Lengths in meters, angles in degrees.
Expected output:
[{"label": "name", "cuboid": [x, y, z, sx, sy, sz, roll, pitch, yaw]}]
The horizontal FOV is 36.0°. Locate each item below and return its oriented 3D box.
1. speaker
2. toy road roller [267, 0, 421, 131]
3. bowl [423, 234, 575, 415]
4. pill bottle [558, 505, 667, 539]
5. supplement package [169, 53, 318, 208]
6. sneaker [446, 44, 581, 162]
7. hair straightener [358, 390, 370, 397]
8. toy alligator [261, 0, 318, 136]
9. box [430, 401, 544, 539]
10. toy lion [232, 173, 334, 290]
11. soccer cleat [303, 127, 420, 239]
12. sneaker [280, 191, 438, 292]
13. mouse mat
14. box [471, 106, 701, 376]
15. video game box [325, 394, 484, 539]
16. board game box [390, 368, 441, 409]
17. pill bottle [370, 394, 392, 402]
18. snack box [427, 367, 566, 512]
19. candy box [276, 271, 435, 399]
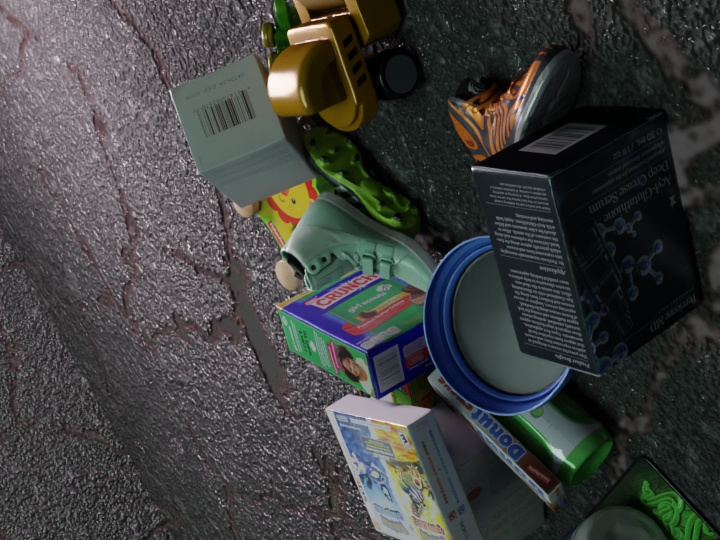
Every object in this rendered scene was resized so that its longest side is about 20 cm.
[{"label": "speaker", "cuboid": [0.196, 0.157, 1.292, 0.200, 0.088, 0.088, 43, 148, 28]}, {"label": "toy road roller", "cuboid": [-0.038, -0.250, 1.222, 0.123, 0.146, 0.200, 9, 124, 56]}, {"label": "bowl", "cuboid": [0.160, 0.059, 1.227, 0.201, 0.039, 0.201, 8, 102, 41]}, {"label": "pill bottle", "cuboid": [0.276, 0.360, 1.312, 0.111, 0.111, 0.200, 52, 151, 16]}, {"label": "supplement package", "cuboid": [-0.142, -0.170, 1.397, 0.200, 0.117, 0.117, 49, -161, -77]}, {"label": "sneaker", "cuboid": [0.139, -0.164, 1.085, 0.112, 0.078, 0.200, 48, 150, 20]}, {"label": "hair straightener", "cuboid": [0.015, 0.174, 1.656, 0.077, 0.041, 0.200, 36, 144, 39]}, {"label": "toy alligator", "cuboid": [-0.081, -0.262, 1.393, 0.054, 0.059, 0.200, -84, -13, -45]}, {"label": "box", "cuboid": [0.143, 0.266, 1.411, 0.106, 0.152, 0.200, 32, 141, 44]}, {"label": "toy lion", "cuboid": [-0.091, -0.091, 1.568, 0.200, 0.069, 0.192, 59, 145, 1]}, {"label": "soccer cleat", "cuboid": [-0.004, -0.101, 1.400, 0.200, 0.068, 0.081, 45, 151, 20]}, {"label": "sneaker", "cuboid": [0.000, 0.000, 1.341, 0.200, 0.118, 0.074, 31, 158, 18]}, {"label": "mouse mat", "cuboid": [0.344, 0.313, 1.281, 0.161, 0.008, 0.200, 48, 149, 21]}, {"label": "box", "cuboid": [0.210, -0.030, 1.019, 0.107, 0.148, 0.200, 15, 130, 54]}, {"label": "video game box", "cuboid": [0.050, 0.247, 1.337, 0.200, 0.047, 0.182, -2, 115, 61]}, {"label": "board game box", "cuboid": [0.101, 0.192, 1.465, 0.048, 0.102, 0.200, 26, 137, 47]}, {"label": "pill bottle", "cuboid": [0.069, 0.260, 1.574, 0.111, 0.111, 0.200, 28, 138, 46]}, {"label": "snack box", "cuboid": [0.157, 0.193, 1.280, 0.200, 0.024, 0.072, 43, 171, 29]}, {"label": "candy box", "cuboid": [0.020, 0.068, 1.408, 0.200, 0.169, 0.077, 20, 130, 51]}]
